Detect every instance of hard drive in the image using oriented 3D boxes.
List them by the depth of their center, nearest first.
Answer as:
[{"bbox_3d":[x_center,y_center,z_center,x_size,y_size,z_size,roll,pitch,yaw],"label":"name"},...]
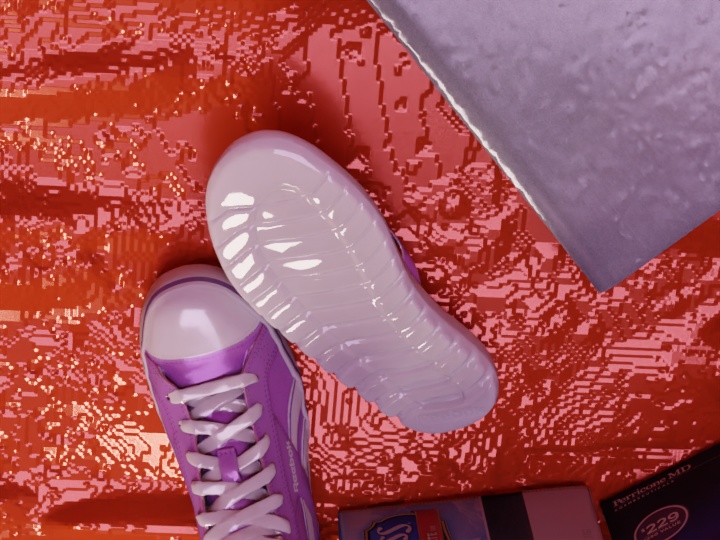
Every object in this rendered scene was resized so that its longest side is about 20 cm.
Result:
[{"bbox_3d":[0.107,-0.105,1.238,0.139,0.033,0.200,-36,111,11],"label":"hard drive"}]

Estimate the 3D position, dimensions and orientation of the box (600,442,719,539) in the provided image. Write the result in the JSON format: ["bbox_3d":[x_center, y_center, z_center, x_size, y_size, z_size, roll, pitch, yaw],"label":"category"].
[{"bbox_3d":[0.227,0.127,1.290,0.199,0.141,0.079,-28,111,7],"label":"box"}]

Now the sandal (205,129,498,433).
[{"bbox_3d":[-0.007,0.003,1.270,0.082,0.050,0.203,-22,127,21],"label":"sandal"}]

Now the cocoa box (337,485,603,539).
[{"bbox_3d":[0.060,0.209,1.278,0.130,0.200,0.134,-5,114,-1],"label":"cocoa box"}]

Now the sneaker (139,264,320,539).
[{"bbox_3d":[-0.054,0.102,1.271,0.072,0.114,0.201,-15,112,4],"label":"sneaker"}]
